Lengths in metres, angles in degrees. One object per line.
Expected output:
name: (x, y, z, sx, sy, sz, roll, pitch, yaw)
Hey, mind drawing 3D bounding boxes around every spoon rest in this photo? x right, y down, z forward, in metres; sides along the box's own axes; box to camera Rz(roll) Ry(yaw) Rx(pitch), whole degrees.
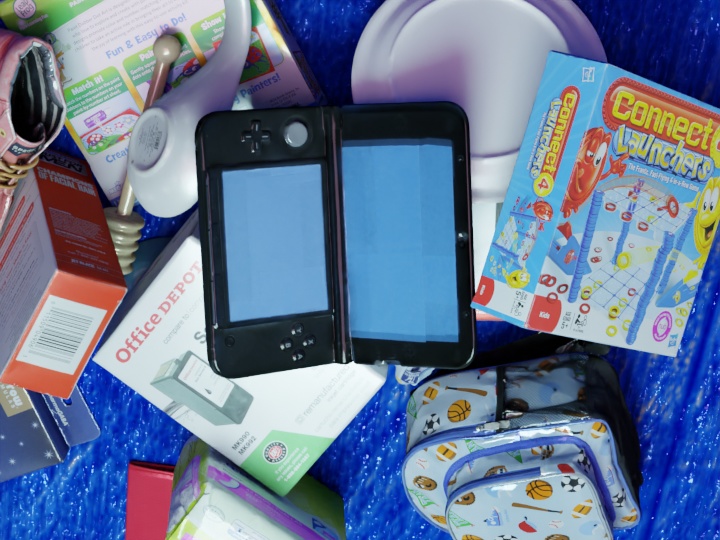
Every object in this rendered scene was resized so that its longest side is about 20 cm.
spoon rest: (-0.126, -0.137, 1.220, 0.061, 0.099, 0.201, 12, 94, -43)

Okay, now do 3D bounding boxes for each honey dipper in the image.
honey dipper: (-0.178, -0.094, 1.283, 0.038, 0.038, 0.201, 16, 109, -2)

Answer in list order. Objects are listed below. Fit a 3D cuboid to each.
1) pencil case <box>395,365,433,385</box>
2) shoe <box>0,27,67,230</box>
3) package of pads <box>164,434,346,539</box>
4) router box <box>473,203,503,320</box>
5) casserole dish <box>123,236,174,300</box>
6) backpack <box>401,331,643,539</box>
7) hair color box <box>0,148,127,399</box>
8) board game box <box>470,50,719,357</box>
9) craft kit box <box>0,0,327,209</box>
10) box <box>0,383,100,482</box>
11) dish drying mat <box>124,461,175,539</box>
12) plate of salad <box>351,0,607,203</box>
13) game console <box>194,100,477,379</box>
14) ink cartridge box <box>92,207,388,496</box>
pencil case: (0.000, 0.000, 1.286, 0.200, 0.083, 0.091, 46, 152, 15)
shoe: (-0.287, -0.090, 1.253, 0.091, 0.071, 0.201, 15, 100, 41)
package of pads: (-0.088, 0.210, 1.354, 0.154, 0.200, 0.068, 34, 98, -9)
router box: (0.130, -0.049, 1.313, 0.199, 0.049, 0.180, 0, 113, 4)
casserole dish: (-0.119, 0.034, 1.373, 0.199, 0.039, 0.121, 2, 112, 4)
backpack: (0.130, 0.161, 1.340, 0.190, 0.154, 0.200, -4, 133, 22)
hair color box: (-0.250, -0.004, 1.276, 0.064, 0.200, 0.111, 18, 116, -30)
board game box: (0.193, -0.045, 1.208, 0.200, 0.056, 0.196, 11, 98, -45)
craft kit box: (-0.158, -0.173, 1.287, 0.200, 0.049, 0.198, -24, 111, 13)
box: (-0.347, 0.135, 1.435, 0.199, 0.032, 0.121, -20, 109, 11)
dish drying mat: (-0.181, 0.271, 1.486, 0.077, 0.018, 0.201, 6, 113, 3)
plate of salad: (0.093, -0.143, 1.240, 0.199, 0.048, 0.201, 0, 72, 1)
game console: (-0.018, -0.021, 1.177, 0.170, 0.118, 0.201, -7, 98, -31)
ink cartridge box: (-0.097, 0.066, 1.318, 0.200, 0.084, 0.146, 36, 110, -10)
